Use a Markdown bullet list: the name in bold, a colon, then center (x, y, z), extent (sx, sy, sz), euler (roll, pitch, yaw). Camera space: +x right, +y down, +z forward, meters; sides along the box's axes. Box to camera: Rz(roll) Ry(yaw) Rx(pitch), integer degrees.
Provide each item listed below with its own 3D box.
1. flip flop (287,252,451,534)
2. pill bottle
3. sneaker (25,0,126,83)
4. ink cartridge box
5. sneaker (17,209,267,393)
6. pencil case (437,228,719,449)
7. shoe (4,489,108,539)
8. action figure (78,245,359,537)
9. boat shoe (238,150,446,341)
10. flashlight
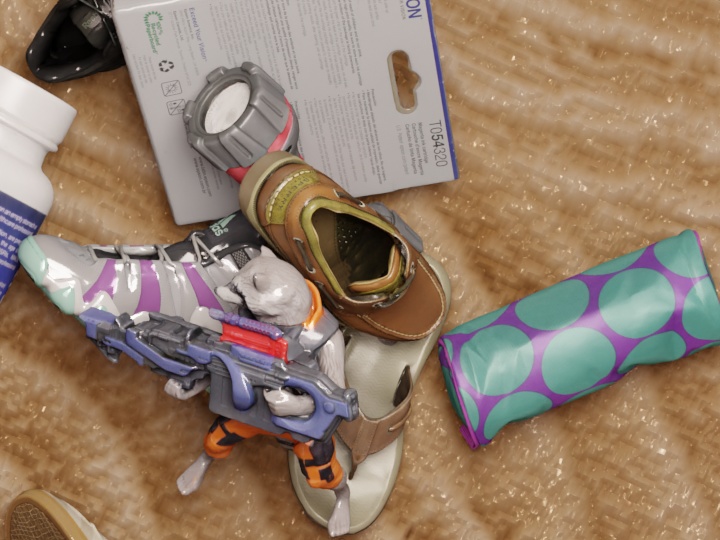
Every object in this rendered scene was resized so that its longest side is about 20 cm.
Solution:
- **flip flop**: center (0.008, 0.081, 1.529), extent (0.081, 0.058, 0.201), euler (23, 88, -2)
- **pill bottle**: center (-0.273, -0.039, 1.486), extent (0.119, 0.120, 0.200), euler (28, 88, -2)
- **sneaker**: center (-0.145, -0.184, 1.468), extent (0.076, 0.091, 0.200), euler (46, 123, -1)
- **ink cartridge box**: center (-0.045, -0.123, 1.466), extent (0.199, 0.197, 0.043), euler (-10, 46, 2)
- **sneaker**: center (-0.117, -0.011, 1.490), extent (0.200, 0.078, 0.140), euler (30, 98, -29)
- **pencil case**: center (0.152, 0.048, 1.524), extent (0.199, 0.093, 0.085), euler (-22, 48, -2)
- **shoe**: center (-0.174, 0.234, 1.525), extent (0.070, 0.053, 0.200), euler (-34, 86, 29)
- **action figure**: center (-0.075, 0.065, 1.439), extent (0.200, 0.105, 0.194), euler (24, 131, 19)
- **boat shoe**: center (0.000, 0.000, 1.434), extent (0.200, 0.068, 0.072), euler (36, 88, -45)
- **flashlight**: center (-0.031, -0.057, 1.465), extent (0.200, 0.068, 0.068), euler (40, 81, -40)
